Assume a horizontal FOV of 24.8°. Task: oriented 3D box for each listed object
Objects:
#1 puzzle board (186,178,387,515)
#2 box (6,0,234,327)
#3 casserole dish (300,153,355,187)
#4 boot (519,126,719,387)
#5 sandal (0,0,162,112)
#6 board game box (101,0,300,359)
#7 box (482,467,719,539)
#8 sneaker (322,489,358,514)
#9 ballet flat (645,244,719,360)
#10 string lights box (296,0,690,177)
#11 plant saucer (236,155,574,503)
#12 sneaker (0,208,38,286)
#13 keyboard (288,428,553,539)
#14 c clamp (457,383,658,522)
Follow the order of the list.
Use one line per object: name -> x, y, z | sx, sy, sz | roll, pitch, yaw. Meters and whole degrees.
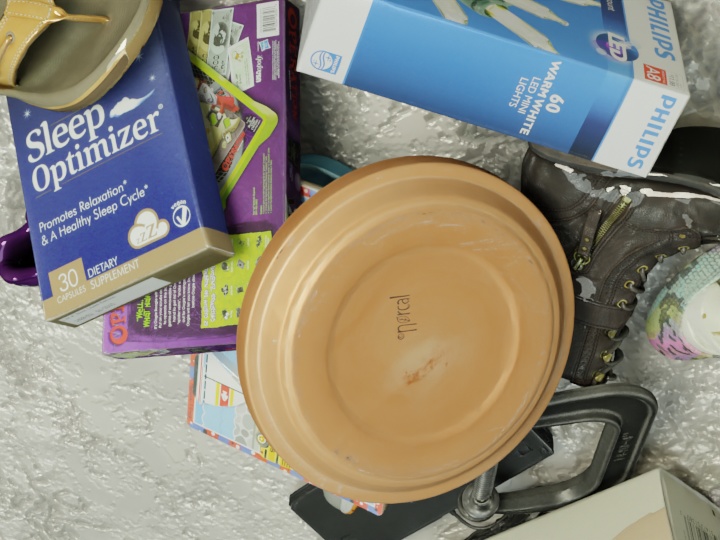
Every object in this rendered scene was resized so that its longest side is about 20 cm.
puzzle board -> -0.040, 0.039, 0.986 | 0.150, 0.017, 0.201 | 21, 122, 24
box -> -0.146, -0.081, 0.946 | 0.121, 0.201, 0.032 | -23, 158, 26
casserole dish -> 0.000, 0.000, 1.050 | 0.200, 0.039, 0.121 | 36, 125, -12
boot -> 0.161, -0.003, 0.968 | 0.199, 0.069, 0.175 | 19, 125, 10
sandal -> -0.194, -0.138, 0.934 | 0.199, 0.081, 0.054 | 10, 165, 40
board game box -> -0.092, -0.052, 0.949 | 0.119, 0.201, 0.032 | -4, 169, 18
box -> 0.149, 0.217, 1.130 | 0.200, 0.078, 0.095 | -29, 139, 29
sneaker -> -0.006, 0.060, 1.032 | 0.092, 0.076, 0.201 | 25, 123, 22
ballet flat -> 0.247, 0.008, 0.977 | 0.069, 0.071, 0.200 | 36, 126, -22
string lights box -> 0.071, -0.127, 0.887 | 0.199, 0.103, 0.059 | 15, 127, -9
plant saucer -> 0.030, 0.037, 0.908 | 0.199, 0.032, 0.201 | -7, 108, -20
sneaker -> -0.151, -0.040, 1.013 | 0.200, 0.087, 0.075 | -38, 69, 32
keyboard -> 0.055, 0.158, 1.162 | 0.200, 0.021, 0.127 | -34, 111, 31
c clamp -> 0.104, 0.115, 1.048 | 0.170, 0.027, 0.200 | -13, 149, -3
